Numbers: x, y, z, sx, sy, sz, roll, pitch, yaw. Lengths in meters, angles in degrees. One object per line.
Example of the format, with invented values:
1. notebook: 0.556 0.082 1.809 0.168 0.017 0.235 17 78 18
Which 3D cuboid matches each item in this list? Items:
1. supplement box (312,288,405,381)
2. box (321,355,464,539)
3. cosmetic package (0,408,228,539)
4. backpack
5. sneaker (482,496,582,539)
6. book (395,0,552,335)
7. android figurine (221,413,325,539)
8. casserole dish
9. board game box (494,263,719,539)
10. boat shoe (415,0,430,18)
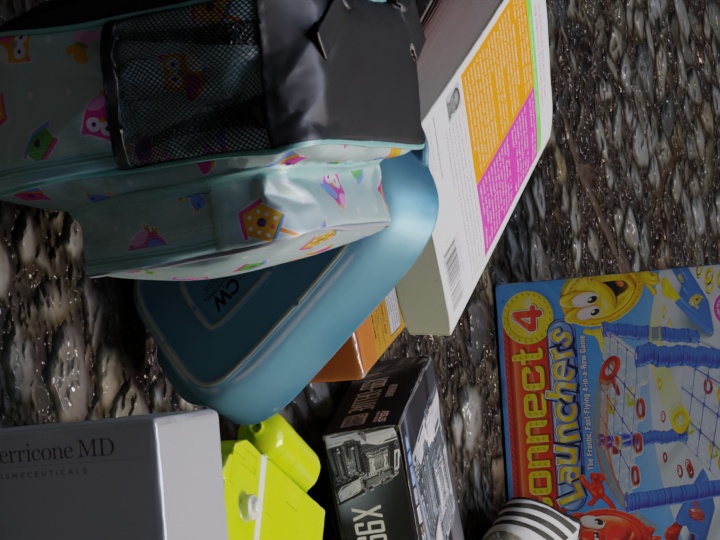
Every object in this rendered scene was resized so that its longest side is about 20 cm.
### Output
1. supplement box: 0.000 0.000 1.765 0.200 0.066 0.069 -50 130 -60
2. box: 0.028 0.169 1.800 0.158 0.050 0.200 -56 137 -74
3. cosmetic package: -0.117 0.170 1.408 0.071 0.101 0.200 -2 86 -67
4. backpack: -0.084 -0.072 1.424 0.176 0.200 0.154 -14 104 -68
5. sneaker: 0.138 0.239 2.038 0.115 0.076 0.201 -57 136 -42
6. book: 0.060 -0.075 1.653 0.200 0.048 0.134 -60 146 -49
7. android figurine: -0.059 0.168 1.637 0.200 0.041 0.182 52 39 -56
8. casserole dish: -0.046 -0.012 1.527 0.039 0.200 0.121 12 36 -54
9. board game box: 0.200 0.100 2.083 0.056 0.195 0.200 8 77 -67
10. boat shoe: 0.017 -0.115 1.724 0.068 0.075 0.200 34 53 -28
